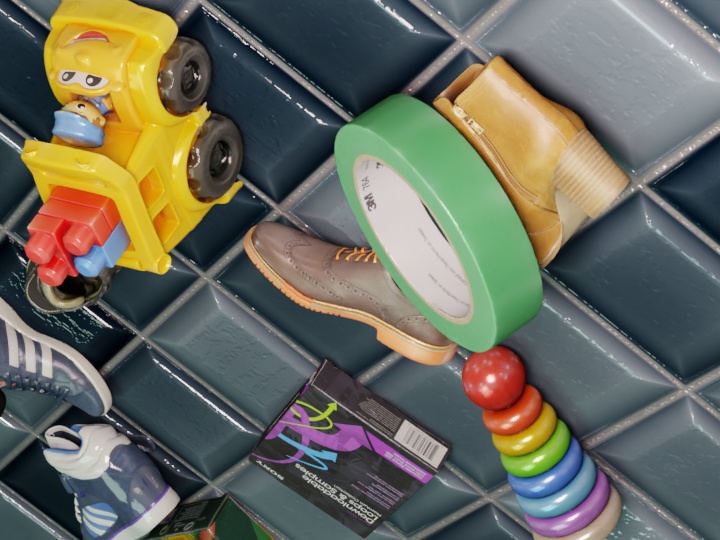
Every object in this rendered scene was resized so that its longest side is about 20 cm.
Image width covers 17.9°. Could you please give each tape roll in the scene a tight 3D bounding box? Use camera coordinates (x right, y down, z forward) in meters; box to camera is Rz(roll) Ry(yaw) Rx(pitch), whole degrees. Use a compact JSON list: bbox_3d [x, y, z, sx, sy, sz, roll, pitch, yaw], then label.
[{"bbox_3d":[0.057,-0.035,1.718,0.201,0.048,0.201,49,161,23],"label":"tape roll"}]

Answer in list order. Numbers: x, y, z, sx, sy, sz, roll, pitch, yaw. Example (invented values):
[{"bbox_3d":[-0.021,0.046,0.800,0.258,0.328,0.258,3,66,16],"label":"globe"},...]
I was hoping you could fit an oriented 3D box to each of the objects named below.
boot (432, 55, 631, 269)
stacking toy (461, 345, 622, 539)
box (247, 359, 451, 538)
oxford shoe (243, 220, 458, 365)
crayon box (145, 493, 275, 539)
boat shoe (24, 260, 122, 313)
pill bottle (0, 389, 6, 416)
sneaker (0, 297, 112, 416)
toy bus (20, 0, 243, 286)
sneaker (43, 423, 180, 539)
[{"bbox_3d":[0.107,-0.076,1.691,0.144,0.071,0.201,43,151,1],"label":"boot"},{"bbox_3d":[0.144,0.146,1.943,0.085,0.085,0.200,-5,127,45],"label":"stacking toy"},{"bbox_3d":[-0.014,0.172,2.148,0.143,0.036,0.200,34,149,-3],"label":"box"},{"bbox_3d":[0.000,0.000,1.890,0.199,0.071,0.073,26,128,3],"label":"oxford shoe"},{"bbox_3d":[-0.118,0.326,2.433,0.200,0.051,0.127,45,146,-20],"label":"crayon box"},{"bbox_3d":[-0.272,0.004,2.116,0.073,0.065,0.200,37,149,-10],"label":"boat shoe"},{"bbox_3d":[-0.454,0.087,2.345,0.111,0.112,0.200,-2,133,43],"label":"pill bottle"},{"bbox_3d":[-0.345,0.099,2.291,0.200,0.085,0.075,35,148,-5],"label":"sneaker"},{"bbox_3d":[-0.205,-0.089,1.818,0.135,0.192,0.201,14,142,29],"label":"toy bus"},{"bbox_3d":[-0.280,0.219,2.415,0.147,0.081,0.200,47,150,-7],"label":"sneaker"}]
